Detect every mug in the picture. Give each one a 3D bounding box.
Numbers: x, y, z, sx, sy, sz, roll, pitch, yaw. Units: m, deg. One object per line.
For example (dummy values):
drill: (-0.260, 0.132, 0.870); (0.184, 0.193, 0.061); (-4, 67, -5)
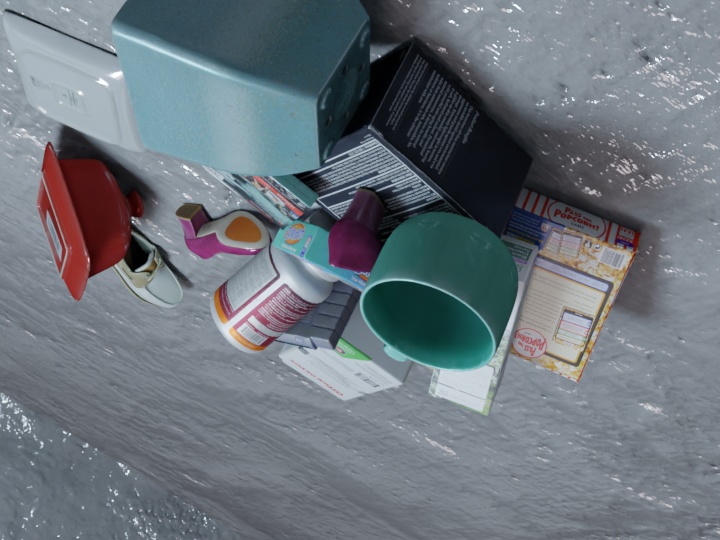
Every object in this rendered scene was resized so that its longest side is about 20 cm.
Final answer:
mug: (0.077, 0.015, 1.181); (0.183, 0.116, 0.152); (-6, 136, 42)

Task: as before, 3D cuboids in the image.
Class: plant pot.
plant pot: (-0.098, -0.211, 1.115); (0.197, 0.198, 0.197); (24, 154, 13)

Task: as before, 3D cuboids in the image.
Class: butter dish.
butter dish: (-0.399, -0.084, 1.708); (0.203, 0.146, 0.199); (68, 154, 11)

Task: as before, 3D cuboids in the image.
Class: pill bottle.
pill bottle: (-0.107, 0.018, 1.562); (0.199, 0.110, 0.109); (-38, 119, 24)

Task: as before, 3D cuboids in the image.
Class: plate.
plate: (-0.386, -0.243, 1.522); (0.197, 0.033, 0.200); (24, 154, 7)

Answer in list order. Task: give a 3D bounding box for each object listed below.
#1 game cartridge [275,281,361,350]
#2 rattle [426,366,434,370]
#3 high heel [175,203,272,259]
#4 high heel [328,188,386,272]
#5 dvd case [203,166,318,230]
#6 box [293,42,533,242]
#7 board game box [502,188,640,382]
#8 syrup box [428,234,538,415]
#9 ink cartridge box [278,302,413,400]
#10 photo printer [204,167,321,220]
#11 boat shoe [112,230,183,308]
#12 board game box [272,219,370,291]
game cartridge: (-0.099, 0.047, 1.672); (0.197, 0.131, 0.039); (9, 152, 31)
rattle: (0.113, 0.053, 1.604); (0.198, 0.142, 0.132); (28, 126, 32)
high heel: (-0.192, -0.036, 1.666); (0.197, 0.068, 0.097); (13, 141, 36)
high heel: (0.015, 0.005, 1.256); (0.066, 0.097, 0.201); (8, 149, 34)
dvd case: (-0.126, -0.109, 1.308); (0.145, 0.022, 0.200); (38, 167, -6)
box: (0.047, -0.118, 1.249); (0.198, 0.125, 0.199); (40, 152, -23)
board game box: (0.223, 0.020, 1.330); (0.149, 0.046, 0.202); (22, 127, 8)
syrup box: (0.141, 0.059, 1.309); (0.077, 0.082, 0.203); (18, 124, 12)
ink cartridge box: (-0.020, 0.124, 1.787); (0.145, 0.085, 0.199); (35, 152, -18)
photo printer: (-0.100, -0.139, 1.395); (0.165, 0.070, 0.199); (36, 155, -18)
boat shoe: (-0.365, -0.007, 1.878); (0.200, 0.075, 0.068); (43, 155, -28)
board game box: (0.000, 0.000, 1.410); (0.198, 0.046, 0.152); (27, 178, -21)
